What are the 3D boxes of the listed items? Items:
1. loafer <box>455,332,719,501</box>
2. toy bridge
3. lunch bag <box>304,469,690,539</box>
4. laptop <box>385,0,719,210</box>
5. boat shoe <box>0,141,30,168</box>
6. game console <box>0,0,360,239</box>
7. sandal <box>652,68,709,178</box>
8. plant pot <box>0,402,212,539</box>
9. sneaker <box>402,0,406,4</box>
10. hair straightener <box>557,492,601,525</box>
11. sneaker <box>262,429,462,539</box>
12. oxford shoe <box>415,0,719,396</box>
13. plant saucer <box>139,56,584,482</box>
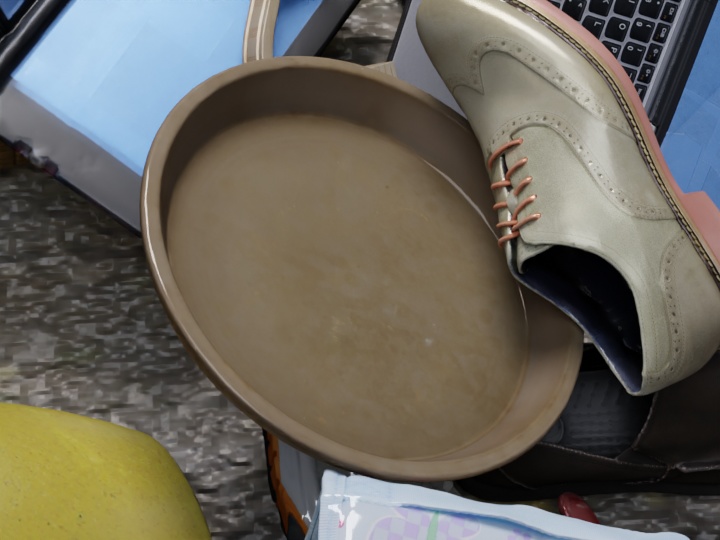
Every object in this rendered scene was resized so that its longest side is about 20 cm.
[{"bbox_3d":[0.133,0.061,0.823,0.198,0.071,0.074,-12,71,-1],"label":"loafer"},{"bbox_3d":[-0.016,-0.077,0.845,0.067,0.027,0.202,-17,99,-30],"label":"toy bridge"},{"bbox_3d":[0.045,0.186,0.719,0.168,0.127,0.202,10,99,-5],"label":"lunch bag"},{"bbox_3d":[0.127,-0.113,0.798,0.198,0.116,0.189,17,112,-5],"label":"laptop"},{"bbox_3d":[-0.128,-0.114,0.899,0.199,0.074,0.069,-27,69,-16],"label":"boat shoe"},{"bbox_3d":[-0.097,-0.148,0.818,0.118,0.173,0.201,21,65,29],"label":"game console"},{"bbox_3d":[0.180,-0.134,0.875,0.079,0.087,0.202,10,81,6],"label":"sandal"},{"bbox_3d":[-0.138,0.136,0.768,0.141,0.200,0.201,-16,69,-28],"label":"plant pot"},{"bbox_3d":[0.056,-0.187,0.910,0.079,0.077,0.202,-3,78,-19],"label":"sneaker"},{"bbox_3d":[0.109,0.199,0.805,0.077,0.041,0.201,-33,78,15],"label":"hair straightener"},{"bbox_3d":[0.006,0.092,0.827,0.091,0.076,0.202,-6,79,-7],"label":"sneaker"},{"bbox_3d":[0.081,-0.040,0.783,0.074,0.071,0.200,-33,77,-30],"label":"oxford shoe"},{"bbox_3d":[0.000,0.000,0.773,0.198,0.030,0.202,16,50,-20],"label":"plant saucer"}]
